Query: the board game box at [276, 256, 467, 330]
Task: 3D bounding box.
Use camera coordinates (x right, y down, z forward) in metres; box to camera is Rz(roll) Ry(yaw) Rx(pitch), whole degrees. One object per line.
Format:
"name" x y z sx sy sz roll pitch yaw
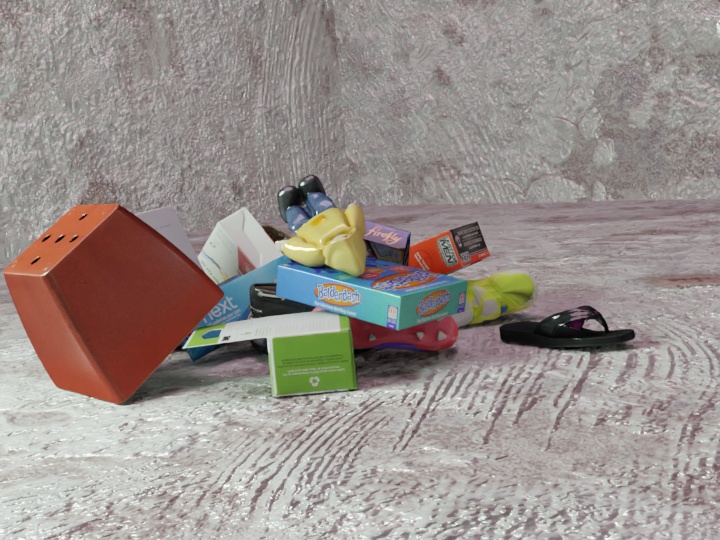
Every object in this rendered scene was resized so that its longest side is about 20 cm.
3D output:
"board game box" 0.015 0.023 1.430 0.198 0.046 0.151 14 15 35

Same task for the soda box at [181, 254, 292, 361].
"soda box" -0.172 0.052 1.610 0.199 0.068 0.064 -29 -9 -39

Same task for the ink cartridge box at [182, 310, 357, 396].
"ink cartridge box" -0.107 0.103 1.368 0.197 0.077 0.148 -7 8 -1

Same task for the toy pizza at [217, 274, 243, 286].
"toy pizza" -0.255 0.070 1.718 0.199 0.032 0.200 -31 9 5

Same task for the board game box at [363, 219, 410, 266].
"board game box" 0.000 0.000 1.600 0.134 0.035 0.201 16 -34 9

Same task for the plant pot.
"plant pot" -0.333 0.026 1.424 0.199 0.177 0.200 2 44 51

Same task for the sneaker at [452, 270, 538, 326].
"sneaker" 0.165 0.050 1.669 0.197 0.077 0.105 -6 -11 1

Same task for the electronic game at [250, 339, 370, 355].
"electronic game" -0.057 0.088 1.574 0.197 0.042 0.200 -2 14 1

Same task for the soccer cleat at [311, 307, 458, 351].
"soccer cleat" 0.032 0.079 1.481 0.197 0.068 0.077 1 -21 11

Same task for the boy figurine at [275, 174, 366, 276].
"boy figurine" -0.050 -0.050 1.436 0.123 0.065 0.200 -24 32 -8

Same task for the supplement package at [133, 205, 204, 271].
"supplement package" -0.360 0.019 1.684 0.198 0.152 0.152 -26 2 17

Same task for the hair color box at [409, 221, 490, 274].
"hair color box" 0.085 -0.008 1.693 0.199 0.062 0.101 -23 -3 33

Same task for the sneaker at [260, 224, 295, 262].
"sneaker" -0.100 0.000 1.929 0.199 0.067 0.090 38 1 11

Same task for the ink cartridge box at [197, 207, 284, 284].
"ink cartridge box" -0.215 -0.002 1.905 0.067 0.117 0.200 -35 -10 -37

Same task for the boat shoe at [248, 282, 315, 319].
"boat shoe" -0.057 0.041 1.547 0.197 0.061 0.074 -3 14 1

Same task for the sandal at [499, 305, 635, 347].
"sandal" 0.260 0.071 1.443 0.075 0.049 0.199 -12 9 -44
